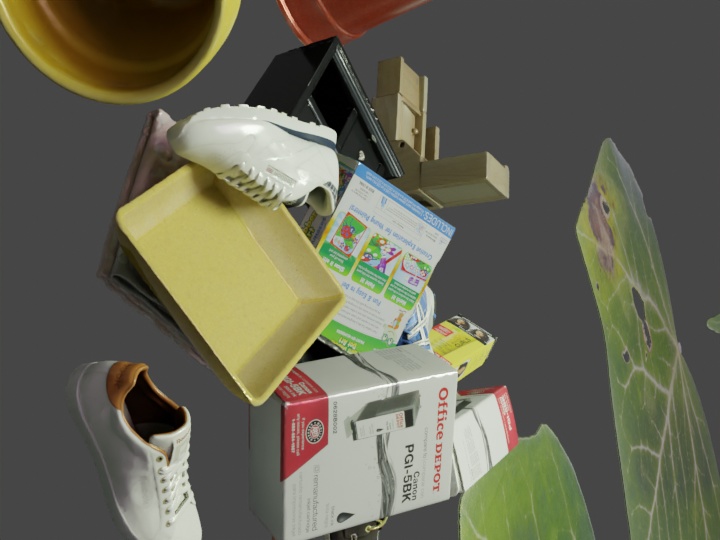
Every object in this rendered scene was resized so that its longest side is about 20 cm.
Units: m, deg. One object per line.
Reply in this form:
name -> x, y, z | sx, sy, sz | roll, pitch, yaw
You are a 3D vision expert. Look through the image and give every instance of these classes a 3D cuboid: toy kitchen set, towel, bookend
toy kitchen set -> 0.128, -0.184, 1.341 | 0.163, 0.178, 0.204 | 26, 63, -56
towel -> -0.160, -0.024, 0.926 | 0.200, 0.032, 0.194 | 48, 41, -45
bookend -> -0.051, -0.124, 1.091 | 0.200, 0.091, 0.201 | 61, 35, -31

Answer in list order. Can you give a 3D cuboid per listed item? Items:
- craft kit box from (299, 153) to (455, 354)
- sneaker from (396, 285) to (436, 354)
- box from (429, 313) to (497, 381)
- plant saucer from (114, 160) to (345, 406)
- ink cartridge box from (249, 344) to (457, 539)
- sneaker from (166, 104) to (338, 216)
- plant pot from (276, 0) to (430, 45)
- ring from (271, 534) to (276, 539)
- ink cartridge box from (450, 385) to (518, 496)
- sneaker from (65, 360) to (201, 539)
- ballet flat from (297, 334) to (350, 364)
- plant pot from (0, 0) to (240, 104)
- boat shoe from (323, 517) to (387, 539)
craft kit box -> 0.000, 0.000, 1.074 | 0.199, 0.048, 0.200 | 29, 86, -47
sneaker -> 0.052, 0.088, 1.195 | 0.077, 0.075, 0.203 | 46, 33, -44
box -> 0.119, 0.116, 1.327 | 0.199, 0.075, 0.051 | -17, 135, -59
plant saucer -> -0.121, 0.001, 0.869 | 0.201, 0.048, 0.200 | 54, 35, -9
ink cartridge box -> -0.006, 0.168, 0.946 | 0.197, 0.083, 0.150 | -8, 108, -30
sneaker -> -0.091, -0.100, 0.881 | 0.198, 0.076, 0.082 | 4, 81, -46
plant pot -> 0.013, -0.396, 1.189 | 0.200, 0.192, 0.205 | 29, 56, -54
ring -> -0.044, 0.327, 1.033 | 0.200, 0.019, 0.204 | 25, 60, -55
ink cartridge box -> 0.094, 0.212, 1.186 | 0.199, 0.145, 0.084 | -15, 92, -62
sneaker -> -0.170, 0.166, 0.794 | 0.203, 0.083, 0.073 | 68, 30, -23
ballet flat -> -0.081, 0.062, 0.948 | 0.199, 0.056, 0.068 | 29, 62, -46
plant pot -> -0.188, -0.266, 0.812 | 0.190, 0.198, 0.203 | -77, 146, -63
boat shoe -> -0.003, 0.255, 1.049 | 0.071, 0.060, 0.205 | 0, 81, -61
